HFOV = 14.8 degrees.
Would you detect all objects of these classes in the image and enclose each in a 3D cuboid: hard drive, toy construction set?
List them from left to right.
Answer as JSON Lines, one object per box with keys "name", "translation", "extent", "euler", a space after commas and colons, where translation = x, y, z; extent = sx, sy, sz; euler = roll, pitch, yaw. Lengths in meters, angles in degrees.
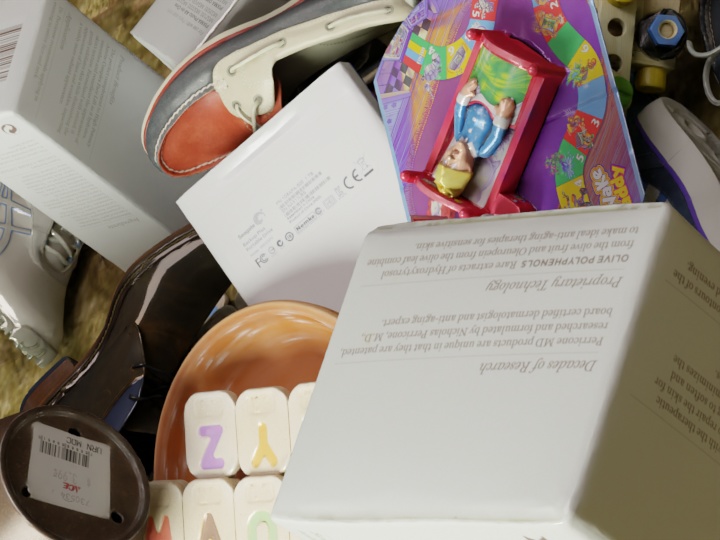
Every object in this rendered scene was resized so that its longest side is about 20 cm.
{"name": "hard drive", "translation": [0.000, 0.000, 1.581], "extent": [0.132, 0.025, 0.200], "euler": [-39, 77, 18]}
{"name": "toy construction set", "translation": [0.120, -0.161, 1.550], "extent": [0.092, 0.131, 0.200], "euler": [-140, 57, -80]}

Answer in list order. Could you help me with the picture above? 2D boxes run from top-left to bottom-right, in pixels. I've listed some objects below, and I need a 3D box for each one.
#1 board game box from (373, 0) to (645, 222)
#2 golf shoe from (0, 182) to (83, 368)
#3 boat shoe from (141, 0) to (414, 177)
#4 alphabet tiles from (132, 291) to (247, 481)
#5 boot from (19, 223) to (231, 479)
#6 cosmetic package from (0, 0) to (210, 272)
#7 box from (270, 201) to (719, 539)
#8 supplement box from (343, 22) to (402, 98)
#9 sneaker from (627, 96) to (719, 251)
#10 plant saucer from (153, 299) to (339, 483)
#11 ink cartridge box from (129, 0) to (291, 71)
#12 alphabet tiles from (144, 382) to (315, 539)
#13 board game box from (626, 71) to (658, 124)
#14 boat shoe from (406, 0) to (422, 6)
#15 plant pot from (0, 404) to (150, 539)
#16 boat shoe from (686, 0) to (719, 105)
{"name": "board game box", "translation": [0.067, -0.070, 1.490], "extent": [0.158, 0.039, 0.200], "euler": [-23, 74, 38]}
{"name": "golf shoe", "translation": [-0.218, -0.024, 1.863], "extent": [0.097, 0.078, 0.200], "euler": [-33, 43, 11]}
{"name": "boat shoe", "translation": [-0.045, -0.112, 1.633], "extent": [0.200, 0.071, 0.063], "euler": [-33, 44, 14]}
{"name": "alphabet tiles", "translation": [-0.099, 0.086, 1.710], "extent": [0.200, 0.015, 0.196], "euler": [-47, 40, 3]}
{"name": "boot", "translation": [-0.120, 0.060, 1.693], "extent": [0.200, 0.075, 0.097], "euler": [-49, 46, 16]}
{"name": "cosmetic package", "translation": [-0.167, -0.082, 1.757], "extent": [0.074, 0.200, 0.102], "euler": [-12, 52, 36]}
{"name": "box", "translation": [0.107, 0.091, 1.367], "extent": [0.200, 0.199, 0.171], "euler": [-5, 57, 43]}
{"name": "supplement box", "translation": [0.062, -0.136, 1.649], "extent": [0.200, 0.061, 0.109], "euler": [-50, 40, -2]}
{"name": "sneaker", "translation": [0.157, 0.014, 1.485], "extent": [0.146, 0.081, 0.200], "euler": [-46, 43, 19]}
{"name": "plant saucer", "translation": [-0.034, 0.117, 1.553], "extent": [0.200, 0.037, 0.200], "euler": [0, 89, 40]}
{"name": "ink cartridge box", "translation": [-0.026, -0.175, 1.740], "extent": [0.200, 0.145, 0.083], "euler": [-51, 40, -1]}
{"name": "alphabet tiles", "translation": [-0.049, 0.162, 1.522], "extent": [0.200, 0.015, 0.196], "euler": [-7, 85, 40]}
{"name": "board game box", "translation": [0.099, -0.099, 1.656], "extent": [0.135, 0.028, 0.200], "euler": [-41, 41, 12]}
{"name": "boat shoe", "translation": [0.062, -0.238, 1.597], "extent": [0.062, 0.075, 0.200], "euler": [31, 68, 6]}
{"name": "plant pot", "translation": [-0.206, 0.165, 1.563], "extent": [0.200, 0.187, 0.187], "euler": [-47, 33, 41]}
{"name": "boat shoe", "translation": [0.228, -0.106, 1.514], "extent": [0.075, 0.062, 0.200], "euler": [-36, 42, 17]}
